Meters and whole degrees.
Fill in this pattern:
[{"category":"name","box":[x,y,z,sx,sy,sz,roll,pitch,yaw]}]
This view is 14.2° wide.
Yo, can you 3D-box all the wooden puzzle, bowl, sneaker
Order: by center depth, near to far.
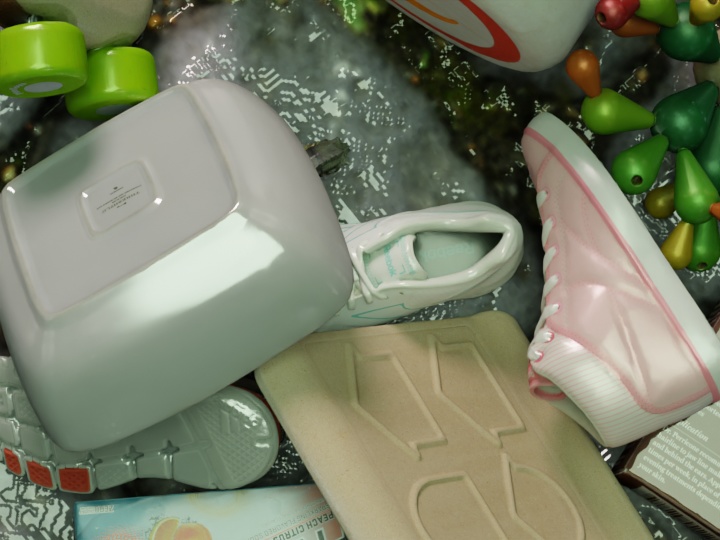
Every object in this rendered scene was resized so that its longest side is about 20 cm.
[{"category":"bowl","box":[-0.119,-0.017,1.602,0.199,0.075,0.200,-30,41,5]},{"category":"wooden puzzle","box":[0.049,0.113,1.615,0.199,0.046,0.186,-8,58,-45]},{"category":"sneaker","box":[0.121,0.010,1.639,0.104,0.075,0.201,-32,70,1]},{"category":"sneaker","box":[-0.130,0.083,1.662,0.199,0.082,0.077,9,109,17]},{"category":"sneaker","box":[0.000,0.000,1.669,0.199,0.080,0.071,-18,86,-4]}]

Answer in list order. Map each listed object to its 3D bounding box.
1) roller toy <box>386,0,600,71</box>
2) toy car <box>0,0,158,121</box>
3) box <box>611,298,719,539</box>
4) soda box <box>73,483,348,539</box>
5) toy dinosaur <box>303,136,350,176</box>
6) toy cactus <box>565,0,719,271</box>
[{"category":"roller toy","box":[0.067,-0.216,1.647,0.200,0.182,0.140,30,83,24]},{"category":"toy car","box":[-0.234,-0.162,1.667,0.199,0.158,0.165,-12,79,24]},{"category":"box","box":[0.239,0.062,1.681,0.100,0.075,0.200,34,84,1]},{"category":"soda box","box":[-0.063,0.156,1.649,0.199,0.068,0.064,-5,83,-5]},{"category":"toy dinosaur","box":[-0.076,-0.014,1.656,0.088,0.048,0.200,-1,46,34]},{"category":"toy cactus","box":[0.202,-0.101,1.673,0.165,0.102,0.201,-44,121,-35]}]
